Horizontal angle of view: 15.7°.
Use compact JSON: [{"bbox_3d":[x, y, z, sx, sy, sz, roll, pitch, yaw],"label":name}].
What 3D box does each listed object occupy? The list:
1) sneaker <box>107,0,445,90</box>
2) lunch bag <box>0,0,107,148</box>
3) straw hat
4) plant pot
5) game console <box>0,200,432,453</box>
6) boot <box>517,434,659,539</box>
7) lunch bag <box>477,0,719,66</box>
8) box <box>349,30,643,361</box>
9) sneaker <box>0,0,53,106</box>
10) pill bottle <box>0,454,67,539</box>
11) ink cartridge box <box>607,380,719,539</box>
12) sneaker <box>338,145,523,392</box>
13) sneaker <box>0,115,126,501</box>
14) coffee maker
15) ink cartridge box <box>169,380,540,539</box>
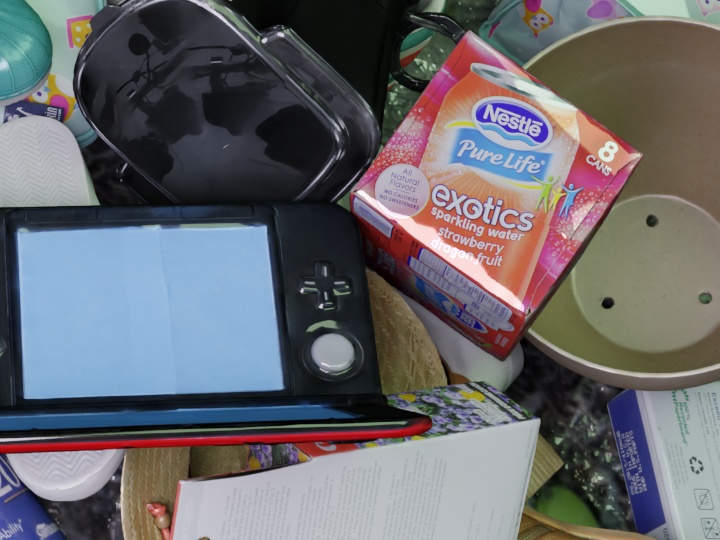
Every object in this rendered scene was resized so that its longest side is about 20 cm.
[{"bbox_3d":[-0.046,-0.155,1.388,0.199,0.093,0.071,16,59,-25],"label":"sneaker"},{"bbox_3d":[-0.208,-0.135,1.286,0.160,0.077,0.201,10,62,-28],"label":"lunch bag"},{"bbox_3d":[-0.057,0.088,1.253,0.201,0.085,0.202,-2,93,-37],"label":"straw hat"},{"bbox_3d":[0.160,-0.019,1.404,0.200,0.135,0.201,-2,71,6],"label":"plant pot"},{"bbox_3d":[-0.083,0.021,1.083,0.199,0.119,0.173,-1,59,-10],"label":"game console"},{"bbox_3d":[0.083,0.182,1.313,0.200,0.074,0.155,42,55,7],"label":"boot"},{"bbox_3d":[0.195,-0.144,1.519,0.200,0.122,0.170,37,51,-3],"label":"lunch bag"},{"bbox_3d":[0.060,-0.030,1.234,0.100,0.200,0.096,36,84,5],"label":"box"},{"bbox_3d":[-0.230,-0.143,1.188,0.200,0.080,0.071,28,64,-1],"label":"sneaker"},{"bbox_3d":[-0.214,0.095,1.143,0.111,0.111,0.200,-35,87,-39],"label":"pill bottle"},{"bbox_3d":[0.244,0.159,1.444,0.200,0.043,0.197,4,63,-33],"label":"ink cartridge box"},{"bbox_3d":[0.000,0.000,1.351,0.200,0.073,0.085,49,49,-3],"label":"sneaker"},{"bbox_3d":[-0.132,0.039,1.211,0.073,0.116,0.200,-10,55,0],"label":"sneaker"},{"bbox_3d":[-0.031,-0.106,1.251,0.192,0.135,0.200,21,34,-6],"label":"coffee maker"},{"bbox_3d":[-0.016,0.118,1.182,0.200,0.109,0.050,-6,27,-36],"label":"ink cartridge box"}]
